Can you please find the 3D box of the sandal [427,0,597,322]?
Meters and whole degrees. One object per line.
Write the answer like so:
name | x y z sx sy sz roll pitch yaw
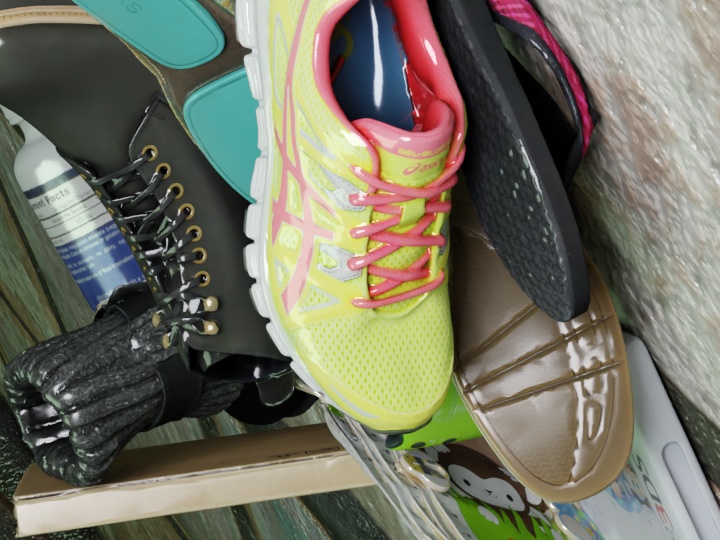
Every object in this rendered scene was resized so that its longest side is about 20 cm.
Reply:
sandal | 0.054 -0.079 0.887 0.075 0.045 0.201 122 130 -69

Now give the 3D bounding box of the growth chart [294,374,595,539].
growth chart | 0.050 0.097 1.051 0.144 0.018 0.200 12 -152 -47

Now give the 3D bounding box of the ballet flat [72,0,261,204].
ballet flat | -0.056 -0.096 0.938 0.200 0.071 0.071 46 177 -41

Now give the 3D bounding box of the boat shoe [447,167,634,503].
boat shoe | 0.057 0.001 0.972 0.201 0.072 0.065 64 -178 12

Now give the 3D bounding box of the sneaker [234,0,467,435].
sneaker | 0.004 -0.033 0.879 0.090 0.078 0.201 9 113 60

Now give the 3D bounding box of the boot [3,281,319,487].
boot | -0.094 0.052 1.147 0.079 0.158 0.211 48 162 16

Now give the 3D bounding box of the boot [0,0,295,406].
boot | -0.088 -0.029 0.979 0.199 0.077 0.139 18 -121 -49

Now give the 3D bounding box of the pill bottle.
pill bottle | -0.150 -0.049 1.495 0.201 0.111 0.111 61 166 -9

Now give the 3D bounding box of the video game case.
video game case | 0.110 0.094 1.079 0.183 0.024 0.200 63 166 -18

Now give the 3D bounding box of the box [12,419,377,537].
box | -0.068 0.098 1.168 0.163 0.199 0.021 -168 70 -85

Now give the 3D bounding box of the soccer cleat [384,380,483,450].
soccer cleat | 0.006 -0.016 1.037 0.201 0.081 0.068 64 151 17
